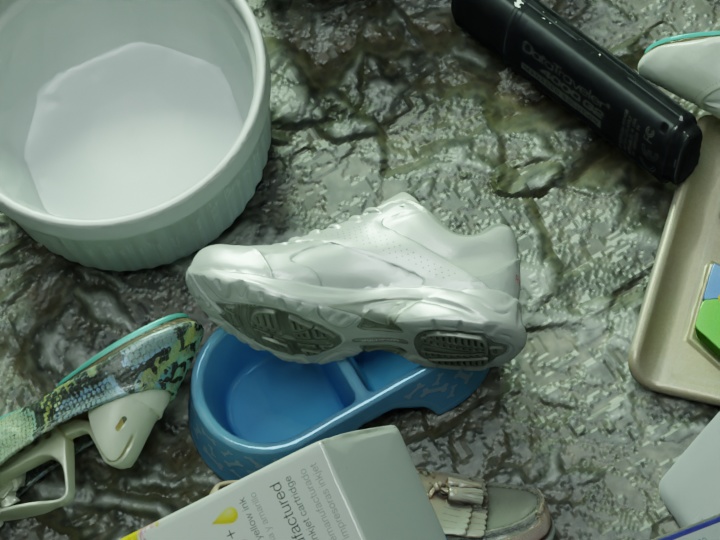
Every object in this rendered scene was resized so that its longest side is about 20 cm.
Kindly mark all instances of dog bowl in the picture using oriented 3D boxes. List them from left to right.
[{"bbox_3d":[-0.014,0.052,1.406,0.200,0.050,0.112,-29,66,-5],"label":"dog bowl"}]

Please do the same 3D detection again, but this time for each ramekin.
[{"bbox_3d":[-0.148,-0.095,1.459,0.199,0.105,0.201,-3,66,7],"label":"ramekin"}]

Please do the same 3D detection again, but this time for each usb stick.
[{"bbox_3d":[0.131,-0.125,1.452,0.033,0.056,0.200,-30,56,-30],"label":"usb stick"}]

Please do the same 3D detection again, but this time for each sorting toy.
[{"bbox_3d":[0.276,0.003,1.395,0.199,0.036,0.186,14,69,13],"label":"sorting toy"}]

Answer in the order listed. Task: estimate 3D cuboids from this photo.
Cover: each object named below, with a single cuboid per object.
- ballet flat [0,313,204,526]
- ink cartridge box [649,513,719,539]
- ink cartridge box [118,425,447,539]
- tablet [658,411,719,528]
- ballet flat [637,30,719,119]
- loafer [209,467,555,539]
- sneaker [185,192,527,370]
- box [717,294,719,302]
[{"bbox_3d":[-0.170,0.100,1.394,0.200,0.074,0.074,-30,65,9],"label":"ballet flat"},{"bbox_3d":[0.169,0.245,1.229,0.197,0.047,0.200,-17,69,-23],"label":"ink cartridge box"},{"bbox_3d":[-0.056,0.192,1.254,0.200,0.145,0.148,-27,83,15],"label":"ink cartridge box"},{"bbox_3d":[0.244,0.166,1.286,0.014,0.130,0.200,-12,60,-36],"label":"tablet"},{"bbox_3d":[0.269,-0.110,1.418,0.199,0.069,0.070,-2,65,-8],"label":"ballet flat"},{"bbox_3d":[0.009,0.143,1.343,0.199,0.063,0.072,-8,26,6],"label":"loafer"},{"bbox_3d":[0.000,0.000,1.368,0.199,0.078,0.100,7,60,1],"label":"sneaker"},{"bbox_3d":[0.272,0.093,1.314,0.070,0.064,0.200,-24,77,11],"label":"box"}]
